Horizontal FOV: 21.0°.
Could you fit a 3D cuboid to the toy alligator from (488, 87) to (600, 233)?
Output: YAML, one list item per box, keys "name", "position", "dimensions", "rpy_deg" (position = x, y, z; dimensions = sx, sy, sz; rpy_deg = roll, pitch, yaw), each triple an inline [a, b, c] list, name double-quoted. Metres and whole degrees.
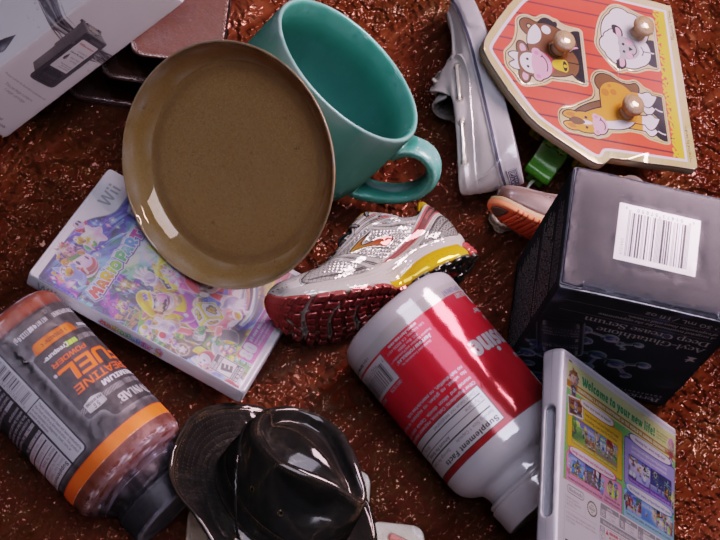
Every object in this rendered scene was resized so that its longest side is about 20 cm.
- name: "toy alligator"
  position: [0.179, -0.116, 1.722]
  dimensions: [0.059, 0.054, 0.200]
  rpy_deg: [35, 66, 7]

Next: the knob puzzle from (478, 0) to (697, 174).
- name: "knob puzzle"
  position: [0.200, -0.181, 1.705]
  dimensions: [0.218, 0.030, 0.222]
  rpy_deg: [11, 59, -18]

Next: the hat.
- name: "hat"
  position: [-0.044, 0.162, 1.496]
  dimensions: [0.199, 0.081, 0.202]
  rpy_deg: [27, 35, -21]

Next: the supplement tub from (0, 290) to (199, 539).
- name: "supplement tub"
  position: [-0.215, 0.118, 1.526]
  dimensions: [0.200, 0.107, 0.107]
  rpy_deg: [44, 67, 9]

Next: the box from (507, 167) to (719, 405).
- name: "box"
  position: [0.213, 0.017, 1.592]
  dimensions: [0.147, 0.200, 0.108]
  rpy_deg: [12, 67, -4]

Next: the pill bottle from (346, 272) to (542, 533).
- name: "pill bottle"
  position: [0.089, 0.109, 1.579]
  dimensions: [0.112, 0.112, 0.200]
  rpy_deg: [-36, 78, -21]

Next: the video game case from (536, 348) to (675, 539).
- name: "video game case"
  position: [0.197, 0.181, 1.544]
  dimensions: [0.022, 0.200, 0.184]
  rpy_deg: [-12, 61, 33]

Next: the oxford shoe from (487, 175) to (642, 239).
- name: "oxford shoe"
  position: [0.205, -0.049, 1.685]
  dimensions: [0.198, 0.071, 0.074]
  rpy_deg: [15, 82, -14]

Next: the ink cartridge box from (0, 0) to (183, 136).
- name: "ink cartridge box"
  position: [-0.264, -0.233, 1.617]
  dimensions: [0.199, 0.083, 0.146]
  rpy_deg: [-35, 60, 12]

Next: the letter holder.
- name: "letter holder"
  position: [-0.181, -0.251, 1.692]
  dimensions: [0.141, 0.101, 0.202]
  rpy_deg: [7, 66, -5]

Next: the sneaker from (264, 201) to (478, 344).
- name: "sneaker"
  position: [0.000, 0.000, 1.630]
  dimensions: [0.199, 0.078, 0.082]
  rpy_deg: [-19, 63, -35]

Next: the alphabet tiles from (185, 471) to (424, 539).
- name: "alphabet tiles"
  position: [-0.046, 0.252, 1.548]
  dimensions: [0.194, 0.015, 0.202]
  rpy_deg: [8, 66, -7]

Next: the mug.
- name: "mug"
  position: [-0.036, -0.121, 1.638]
  dimensions: [0.186, 0.114, 0.152]
  rpy_deg: [56, 31, 13]

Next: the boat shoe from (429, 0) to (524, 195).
- name: "boat shoe"
  position: [0.094, -0.155, 1.720]
  dimensions: [0.065, 0.072, 0.202]
  rpy_deg: [-14, 66, 5]

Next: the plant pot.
- name: "plant pot"
  position: [-0.103, -0.086, 1.576]
  dimensions: [0.200, 0.200, 0.027]
  rpy_deg: [49, 26, 12]

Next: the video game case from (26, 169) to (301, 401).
- name: "video game case"
  position: [-0.155, 0.010, 1.606]
  dimensions: [0.199, 0.018, 0.144]
  rpy_deg: [28, 47, 3]
